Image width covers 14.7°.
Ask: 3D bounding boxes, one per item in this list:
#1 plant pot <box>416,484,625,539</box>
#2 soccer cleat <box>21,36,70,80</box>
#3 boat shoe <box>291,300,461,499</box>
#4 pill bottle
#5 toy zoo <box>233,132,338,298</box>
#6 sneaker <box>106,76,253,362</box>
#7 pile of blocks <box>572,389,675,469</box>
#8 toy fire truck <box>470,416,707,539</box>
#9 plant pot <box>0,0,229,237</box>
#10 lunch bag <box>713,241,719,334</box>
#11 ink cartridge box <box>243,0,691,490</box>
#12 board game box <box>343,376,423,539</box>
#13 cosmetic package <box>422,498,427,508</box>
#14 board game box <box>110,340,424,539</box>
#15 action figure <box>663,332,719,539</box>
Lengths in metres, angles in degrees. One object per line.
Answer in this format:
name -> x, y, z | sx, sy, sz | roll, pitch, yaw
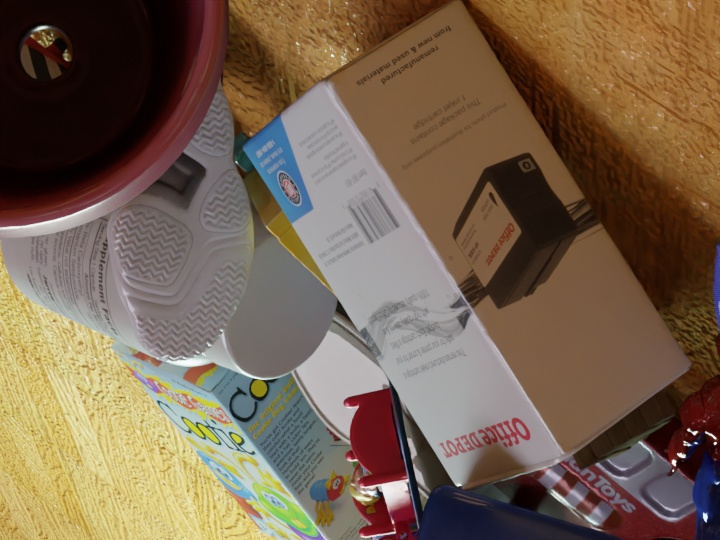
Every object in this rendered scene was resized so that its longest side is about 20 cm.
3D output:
plant pot -> 0.112, 0.220, 1.328 | 0.200, 0.180, 0.200 | 17, 175, 12
soccer cleat -> -0.162, -0.080, 1.612 | 0.200, 0.085, 0.069 | 27, 159, 33
boat shoe -> 0.031, 0.085, 1.680 | 0.200, 0.057, 0.067 | 45, 121, -5
pill bottle -> -0.112, -0.007, 1.644 | 0.200, 0.114, 0.114 | 21, 155, 43
toy zoo -> 0.000, 0.000, 1.509 | 0.200, 0.020, 0.131 | 43, -172, -15
sneaker -> -0.107, -0.054, 1.484 | 0.114, 0.075, 0.200 | -173, 79, -74
pile of blocks -> 0.091, 0.016, 1.424 | 0.200, 0.082, 0.062 | 41, -153, 23
toy fire truck -> 0.149, 0.140, 1.529 | 0.200, 0.112, 0.168 | 40, 144, -7
plant pot -> -0.158, -0.110, 1.282 | 0.200, 0.200, 0.179 | 38, 177, 2
lunch bag -> 0.233, 0.066, 1.218 | 0.150, 0.094, 0.200 | 24, 148, 45
ink cartridge box -> 0.046, -0.008, 1.301 | 0.200, 0.084, 0.145 | 58, 160, -1
board game box -> 0.011, 0.117, 1.575 | 0.158, 0.039, 0.200 | -98, -4, -69
cosmetic package -> 0.057, 0.217, 1.877 | 0.200, 0.104, 0.073 | 34, 160, 10
board game box -> -0.048, 0.085, 1.758 | 0.103, 0.105, 0.200 | 21, 154, 45
action figure -> 0.187, 0.098, 1.395 | 0.065, 0.052, 0.200 | -4, 138, 2
